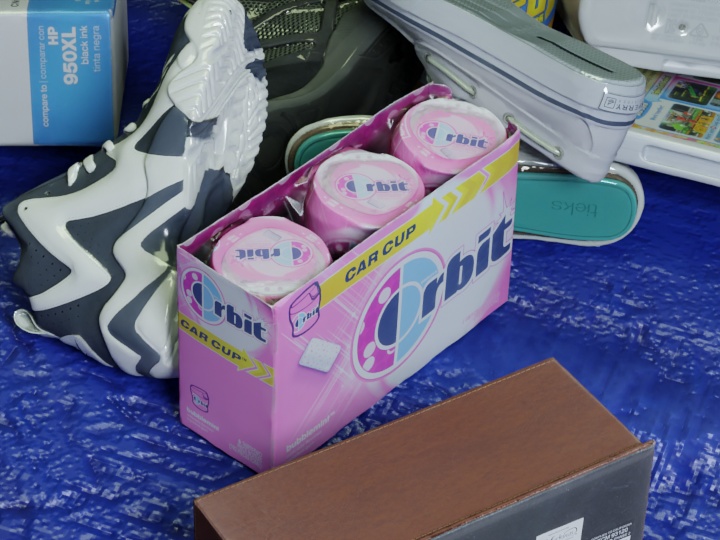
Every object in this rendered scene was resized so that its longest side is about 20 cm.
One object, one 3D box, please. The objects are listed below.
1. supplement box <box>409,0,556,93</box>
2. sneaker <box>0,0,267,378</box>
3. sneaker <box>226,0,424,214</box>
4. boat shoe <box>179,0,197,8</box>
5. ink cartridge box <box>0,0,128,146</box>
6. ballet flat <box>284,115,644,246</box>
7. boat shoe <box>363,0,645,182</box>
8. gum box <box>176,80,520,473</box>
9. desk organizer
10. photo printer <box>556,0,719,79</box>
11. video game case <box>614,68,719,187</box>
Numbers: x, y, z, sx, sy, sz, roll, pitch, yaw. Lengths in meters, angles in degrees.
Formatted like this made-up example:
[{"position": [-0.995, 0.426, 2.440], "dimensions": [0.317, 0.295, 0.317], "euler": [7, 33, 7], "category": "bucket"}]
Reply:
[{"position": [0.076, -0.180, 1.228], "dimensions": [0.067, 0.200, 0.069], "euler": [-31, 54, -34], "category": "supplement box"}, {"position": [-0.127, -0.049, 1.105], "dimensions": [0.130, 0.199, 0.079], "euler": [7, -3, 23], "category": "sneaker"}, {"position": [-0.060, -0.094, 1.219], "dimensions": [0.114, 0.076, 0.199], "euler": [14, 49, 37], "category": "sneaker"}, {"position": [-0.098, -0.188, 1.274], "dimensions": [0.060, 0.072, 0.202], "euler": [-12, -9, 29], "category": "boat shoe"}, {"position": [-0.236, -0.133, 1.223], "dimensions": [0.200, 0.084, 0.145], "euler": [-1, 26, -4], "category": "ink cartridge box"}, {"position": [0.056, -0.053, 1.186], "dimensions": [0.200, 0.069, 0.069], "euler": [7, 39, -6], "category": "ballet flat"}, {"position": [0.062, -0.112, 1.156], "dimensions": [0.074, 0.067, 0.200], "euler": [-7, 33, -44], "category": "boat shoe"}, {"position": [0.000, 0.000, 1.073], "dimensions": [0.066, 0.114, 0.200], "euler": [30, 46, 29], "category": "gum box"}, {"position": [0.028, 0.116, 0.970], "dimensions": [0.200, 0.072, 0.077], "euler": [-20, 42, -25], "category": "desk organizer"}, {"position": [0.195, -0.173, 1.285], "dimensions": [0.166, 0.069, 0.200], "euler": [7, 21, -6], "category": "photo printer"}, {"position": [0.224, -0.088, 1.227], "dimensions": [0.182, 0.024, 0.200], "euler": [15, 26, 15], "category": "video game case"}]
